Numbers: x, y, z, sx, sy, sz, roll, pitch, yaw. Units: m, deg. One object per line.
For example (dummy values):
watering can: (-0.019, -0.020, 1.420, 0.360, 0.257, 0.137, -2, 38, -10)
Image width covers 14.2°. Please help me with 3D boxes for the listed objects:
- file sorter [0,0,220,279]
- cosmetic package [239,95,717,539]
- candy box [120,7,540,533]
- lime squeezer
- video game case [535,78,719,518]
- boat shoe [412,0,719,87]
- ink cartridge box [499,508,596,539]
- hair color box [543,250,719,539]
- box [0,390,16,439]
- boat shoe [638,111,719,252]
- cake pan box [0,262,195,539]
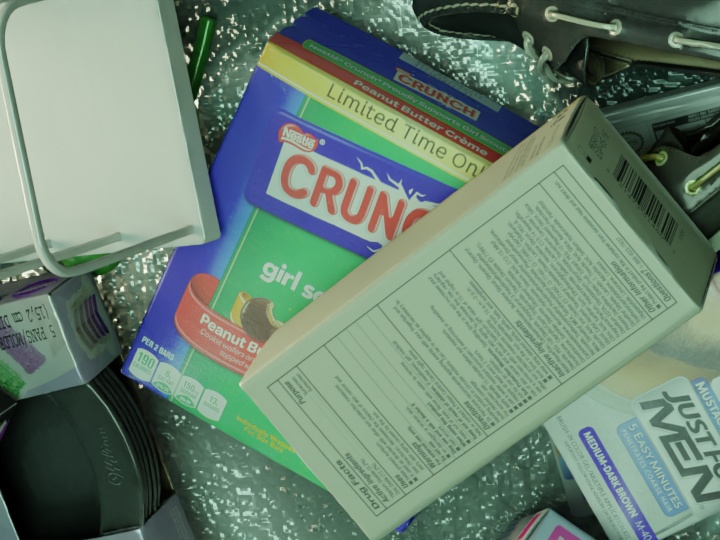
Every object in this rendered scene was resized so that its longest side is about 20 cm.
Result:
file sorter: (-0.193, -0.063, 1.386, 0.199, 0.124, 0.140, -5, 100, 36)
cosmetic package: (0.054, 0.023, 1.329, 0.200, 0.073, 0.104, -36, 99, 24)
candy box: (0.000, 0.000, 1.418, 0.169, 0.077, 0.201, 29, 115, 6)
lime squeezer: (-0.128, -0.043, 1.472, 0.200, 0.038, 0.071, -38, 65, 21)
video game case: (0.146, 0.015, 1.434, 0.142, 0.018, 0.201, -14, 103, 15)
boat shoe: (0.112, -0.115, 1.351, 0.199, 0.074, 0.061, 2, 83, 25)
ink cartridge box: (0.156, 0.190, 1.434, 0.200, 0.119, 0.042, 37, 81, 0)
hair color box: (0.187, 0.044, 1.392, 0.199, 0.065, 0.110, -28, 99, 17)
box: (-0.273, 0.108, 1.490, 0.143, 0.036, 0.201, 34, 119, 10)
boat shoe: (0.165, -0.046, 1.365, 0.201, 0.072, 0.061, -36, 99, 11)
cake pan box: (-0.191, 0.104, 1.500, 0.199, 0.052, 0.185, -12, 107, 27)
